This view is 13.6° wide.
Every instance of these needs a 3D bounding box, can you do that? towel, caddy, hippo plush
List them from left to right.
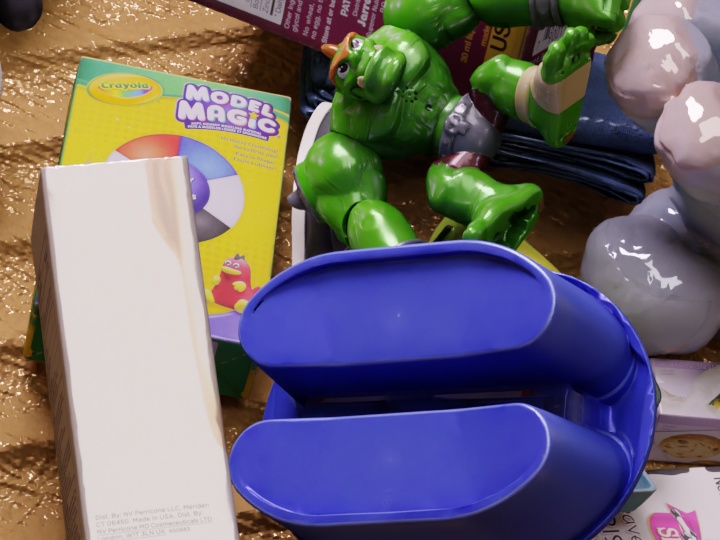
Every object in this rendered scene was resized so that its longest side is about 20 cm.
[{"bbox_3d":[0.035,0.064,1.376,0.199,0.105,0.142,-4,70,26],"label":"caddy"},{"bbox_3d":[0.066,-0.094,1.641,0.199,0.049,0.112,11,28,-6],"label":"towel"},{"bbox_3d":[0.170,-0.047,1.552,0.159,0.161,0.200,42,33,5],"label":"hippo plush"}]

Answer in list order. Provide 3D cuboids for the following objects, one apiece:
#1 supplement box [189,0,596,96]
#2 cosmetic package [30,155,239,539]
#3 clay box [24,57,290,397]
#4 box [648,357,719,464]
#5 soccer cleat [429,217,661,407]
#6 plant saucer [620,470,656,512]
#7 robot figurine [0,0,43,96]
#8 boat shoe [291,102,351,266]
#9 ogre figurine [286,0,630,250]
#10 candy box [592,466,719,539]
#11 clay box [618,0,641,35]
[{"bbox_3d":[0.023,-0.171,1.597,0.199,0.104,0.131,23,26,19],"label":"supplement box"},{"bbox_3d":[-0.105,0.058,1.386,0.071,0.105,0.201,-5,74,-10],"label":"cosmetic package"},{"bbox_3d":[-0.100,-0.034,1.541,0.114,0.048,0.201,11,49,-7],"label":"clay box"},{"bbox_3d":[0.240,0.078,1.553,0.199,0.042,0.039,5,49,-12],"label":"box"},{"bbox_3d":[0.086,0.025,1.505,0.084,0.065,0.200,28,11,-28],"label":"soccer cleat"},{"bbox_3d":[0.079,0.066,1.486,0.070,0.019,0.200,-1,28,-17],"label":"plant saucer"},{"bbox_3d":[-0.254,-0.141,1.507,0.150,0.201,0.125,-7,17,32],"label":"robot figurine"},{"bbox_3d":[0.000,0.000,1.524,0.067,0.072,0.201,-8,54,13],"label":"boat shoe"},{"bbox_3d":[0.040,-0.072,1.478,0.120,0.201,0.098,23,10,26],"label":"ogre figurine"},{"bbox_3d":[0.117,0.165,1.429,0.199,0.061,0.137,-1,50,-17],"label":"candy box"},{"bbox_3d":[0.228,-0.144,1.694,0.200,0.115,0.048,29,49,11],"label":"clay box"}]
